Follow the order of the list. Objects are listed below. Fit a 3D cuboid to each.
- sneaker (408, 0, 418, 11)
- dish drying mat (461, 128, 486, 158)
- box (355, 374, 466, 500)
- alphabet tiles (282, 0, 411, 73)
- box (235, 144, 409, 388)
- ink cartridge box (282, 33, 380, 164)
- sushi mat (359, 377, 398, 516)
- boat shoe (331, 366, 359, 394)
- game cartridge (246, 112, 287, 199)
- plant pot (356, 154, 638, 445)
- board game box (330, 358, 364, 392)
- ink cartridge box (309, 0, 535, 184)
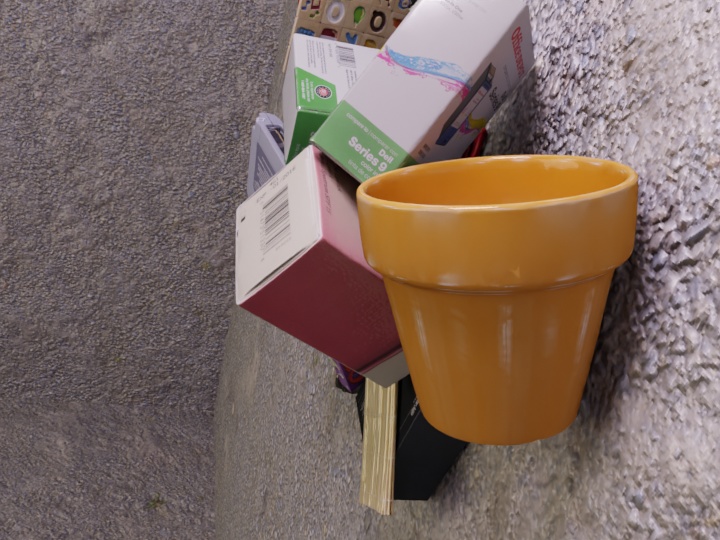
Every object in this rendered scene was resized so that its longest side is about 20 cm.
[{"bbox_3d":[0.097,-0.362,0.862,0.201,0.079,0.074,-87,11,-49],"label":"sneaker"},{"bbox_3d":[0.103,-0.091,0.854,0.077,0.018,0.201,-106,27,-55],"label":"dish drying mat"},{"bbox_3d":[0.063,0.143,0.785,0.142,0.078,0.201,-97,21,-46],"label":"box"},{"bbox_3d":[-0.010,-0.299,0.877,0.006,0.165,0.202,43,125,42],"label":"alphabet tiles"},{"bbox_3d":[-0.010,0.002,0.668,0.109,0.199,0.129,-36,41,25],"label":"box"},{"bbox_3d":[0.014,-0.185,0.820,0.083,0.198,0.148,111,160,-46],"label":"ink cartridge box"},{"bbox_3d":[0.020,0.157,0.773,0.096,0.012,0.202,147,127,-70],"label":"sushi mat"},{"bbox_3d":[0.007,0.090,1.075,0.067,0.056,0.202,-5,-71,-70],"label":"boat shoe"},{"bbox_3d":[-0.098,-0.091,0.861,0.200,0.040,0.134,-122,39,-48],"label":"game cartridge"},{"bbox_3d":[0.103,0.020,0.536,0.200,0.198,0.185,-132,35,-69],"label":"plant pot"},{"bbox_3d":[0.001,0.042,0.833,0.032,0.120,0.201,39,158,43],"label":"board game box"},{"bbox_3d":[0.064,-0.159,0.651,0.201,0.087,0.145,-52,-14,7],"label":"ink cartridge box"}]
